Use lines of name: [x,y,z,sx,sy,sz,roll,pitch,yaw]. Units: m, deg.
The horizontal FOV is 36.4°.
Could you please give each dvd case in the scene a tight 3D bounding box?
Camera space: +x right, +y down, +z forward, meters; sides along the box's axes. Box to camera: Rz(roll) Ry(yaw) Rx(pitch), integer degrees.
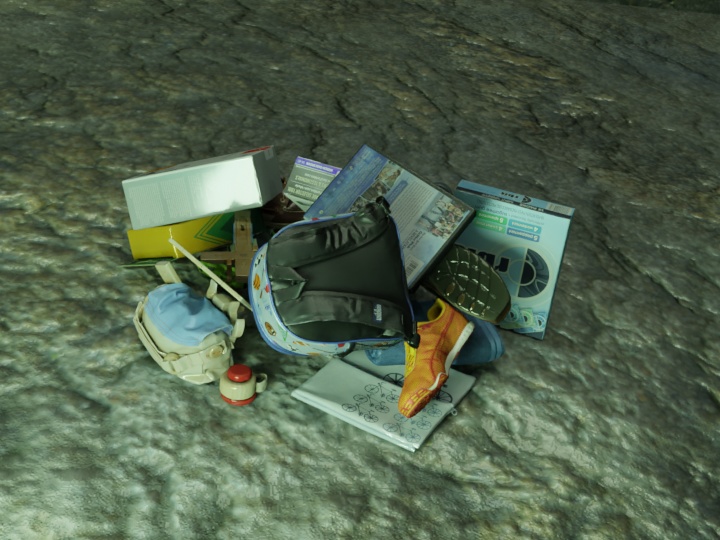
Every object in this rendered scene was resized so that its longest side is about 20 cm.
dvd case: [0.038,-0.075,1.486,0.200,0.018,0.143,35,77,26]

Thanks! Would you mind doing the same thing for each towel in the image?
towel: [0.092,0.088,1.500,0.199,0.049,0.112,1,37,-24]

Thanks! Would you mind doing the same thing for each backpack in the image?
backpack: [-0.044,0.020,1.367,0.190,0.154,0.201,-1,70,-32]

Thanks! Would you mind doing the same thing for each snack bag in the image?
snack bag: [0.039,0.151,1.435,0.188,0.022,0.200,21,31,24]

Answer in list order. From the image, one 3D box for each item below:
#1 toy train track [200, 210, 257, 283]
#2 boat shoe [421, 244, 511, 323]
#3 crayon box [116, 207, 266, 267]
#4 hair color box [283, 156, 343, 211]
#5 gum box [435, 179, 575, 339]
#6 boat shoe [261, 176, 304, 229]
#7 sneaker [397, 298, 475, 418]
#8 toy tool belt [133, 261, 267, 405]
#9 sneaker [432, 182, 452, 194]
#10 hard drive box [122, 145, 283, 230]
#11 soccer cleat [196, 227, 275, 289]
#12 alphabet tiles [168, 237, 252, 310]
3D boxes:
toy train track: [-0.162,-0.027,1.512,0.114,0.033,0.200,0,29,-7]
boat shoe: [0.120,0.005,1.482,0.200,0.074,0.076,37,80,25]
crayon box: [-0.259,-0.056,1.652,0.199,0.052,0.125,-21,13,-40]
hair color box: [-0.024,-0.098,1.639,0.109,0.065,0.200,18,-7,21]
gum box: [0.206,-0.015,1.589,0.169,0.201,0.045,15,30,15]
boat shoe: [-0.137,-0.115,1.774,0.199,0.072,0.072,4,34,22]
sneaker: [0.080,0.113,1.388,0.077,0.073,0.200,34,38,-1]
toy tool belt: [-0.204,0.076,1.404,0.200,0.124,0.125,31,36,35]
sneaker: [0.089,-0.054,1.632,0.066,0.201,0.078,27,32,9]
hard drive box: [-0.230,-0.124,1.630,0.199,0.077,0.156,-10,10,8]
soccer cleat: [-0.155,-0.019,1.587,0.199,0.068,0.081,-2,51,39]
alphabet tiles: [-0.175,0.023,1.441,0.167,0.008,0.200,39,-5,10]
